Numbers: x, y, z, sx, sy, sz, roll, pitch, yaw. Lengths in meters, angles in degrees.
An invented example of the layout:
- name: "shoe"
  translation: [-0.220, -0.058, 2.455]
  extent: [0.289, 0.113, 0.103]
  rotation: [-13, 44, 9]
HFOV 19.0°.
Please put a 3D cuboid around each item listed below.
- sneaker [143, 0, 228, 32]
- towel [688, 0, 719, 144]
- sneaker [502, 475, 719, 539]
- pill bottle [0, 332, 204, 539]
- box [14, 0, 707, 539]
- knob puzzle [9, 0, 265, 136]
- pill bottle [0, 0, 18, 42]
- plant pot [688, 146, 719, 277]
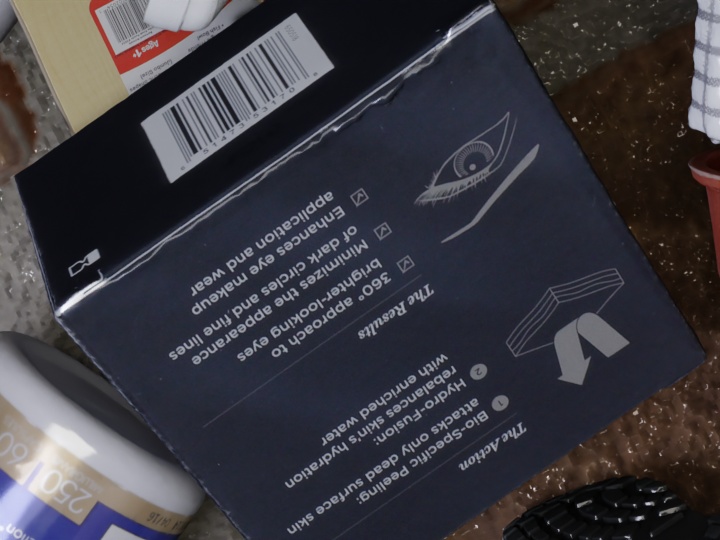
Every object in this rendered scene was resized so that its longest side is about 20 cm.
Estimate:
- name: "sneaker"
  translation: [-0.003, -0.170, 0.862]
  extent: [0.115, 0.074, 0.201]
  rotation: [26, 87, -11]
- name: "towel"
  translation: [0.220, -0.131, 0.816]
  extent: [0.199, 0.086, 0.166]
  rotation: [-3, 113, -4]
- name: "sneaker"
  translation: [0.128, 0.146, 0.877]
  extent: [0.075, 0.200, 0.088]
  rotation: [-24, 106, -24]
- name: "pill bottle"
  translation: [-0.165, 0.137, 0.908]
  extent: [0.115, 0.116, 0.200]
  rotation: [36, 92, 0]
- name: "box"
  translation: [0.000, 0.000, 0.865]
  extent: [0.196, 0.118, 0.200]
  rotation: [-34, 123, 2]
- name: "knob puzzle"
  translation: [-0.035, -0.076, 0.930]
  extent: [0.218, 0.030, 0.221]
  rotation: [-4, 101, -22]
- name: "pill bottle"
  translation: [-0.133, -0.202, 0.904]
  extent: [0.116, 0.116, 0.200]
  rotation: [37, 92, 0]
- name: "plant pot"
  translation: [0.238, 0.047, 0.874]
  extent: [0.199, 0.201, 0.196]
  rotation: [-4, 100, 2]
